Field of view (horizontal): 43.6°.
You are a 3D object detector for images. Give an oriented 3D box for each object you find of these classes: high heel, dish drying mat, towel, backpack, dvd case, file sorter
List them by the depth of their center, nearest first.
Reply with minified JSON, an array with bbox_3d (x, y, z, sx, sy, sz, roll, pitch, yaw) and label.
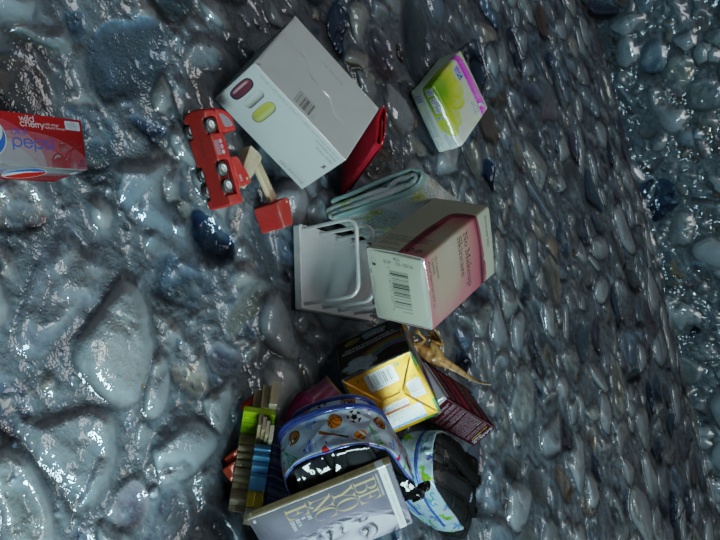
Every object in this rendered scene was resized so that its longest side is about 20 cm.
[{"bbox_3d":[-0.037,0.334,1.213,0.016,0.200,0.149,-116,-174,-49],"label":"dvd case"},{"bbox_3d":[-0.024,0.261,1.262,0.191,0.200,0.154,68,1,-55],"label":"backpack"},{"bbox_3d":[-0.103,0.341,1.319,0.145,0.024,0.200,49,41,-60],"label":"towel"},{"bbox_3d":[-0.053,0.244,1.450,0.096,0.067,0.200,-39,136,-5],"label":"high heel"},{"bbox_3d":[0.000,0.000,1.501,0.200,0.124,0.139,14,70,-54],"label":"file sorter"},{"bbox_3d":[0.003,-0.200,1.536,0.018,0.200,0.077,10,67,-15],"label":"dish drying mat"},{"bbox_3d":[0.064,-0.106,1.573,0.171,0.200,0.048,27,54,-51],"label":"towel"},{"bbox_3d":[0.129,0.365,1.597,0.200,0.154,0.163,66,32,-57],"label":"backpack"}]

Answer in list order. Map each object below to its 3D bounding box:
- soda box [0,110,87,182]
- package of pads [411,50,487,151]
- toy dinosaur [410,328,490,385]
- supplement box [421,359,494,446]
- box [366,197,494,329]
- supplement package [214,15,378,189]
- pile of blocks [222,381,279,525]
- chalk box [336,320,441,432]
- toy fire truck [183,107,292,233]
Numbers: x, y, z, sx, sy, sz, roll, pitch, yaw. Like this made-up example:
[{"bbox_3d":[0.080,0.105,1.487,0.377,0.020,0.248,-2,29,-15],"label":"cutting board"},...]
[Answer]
[{"bbox_3d":[-0.409,-0.140,1.004,0.200,0.070,0.063,-3,83,-56],"label":"soda box"},{"bbox_3d":[0.195,-0.365,1.957,0.155,0.068,0.200,61,38,-22],"label":"package of pads"},{"bbox_3d":[0.145,0.165,1.700,0.200,0.060,0.106,28,21,-4],"label":"toy dinosaur"},{"bbox_3d":[0.161,0.248,1.689,0.200,0.061,0.109,35,16,-45],"label":"supplement box"},{"bbox_3d":[0.115,-0.015,1.427,0.200,0.109,0.128,-37,128,-43],"label":"box"},{"bbox_3d":[-0.097,-0.262,1.418,0.200,0.111,0.156,45,45,-17],"label":"supplement package"},{"bbox_3d":[-0.157,0.250,1.257,0.082,0.062,0.200,110,-13,-62],"label":"pile of blocks"},{"bbox_3d":[0.041,0.167,1.492,0.200,0.125,0.124,-100,165,-72],"label":"chalk box"},{"bbox_3d":[-0.182,-0.149,1.358,0.141,0.049,0.200,-22,98,-56],"label":"toy fire truck"}]
